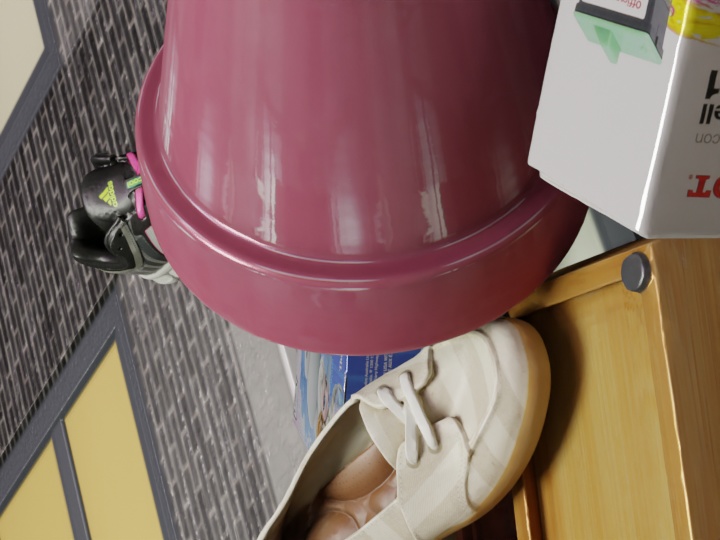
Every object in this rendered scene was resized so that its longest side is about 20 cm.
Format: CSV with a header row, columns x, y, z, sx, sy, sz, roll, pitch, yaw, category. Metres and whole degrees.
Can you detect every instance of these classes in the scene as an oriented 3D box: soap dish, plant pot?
x,y,z,sx,sy,sz,roll,pitch,yaw,category
0.126,0.081,0.972,0.157,0.081,0.201,-23,72,59,soap dish
-0.002,-0.095,0.953,0.179,0.199,0.201,83,165,-51,plant pot

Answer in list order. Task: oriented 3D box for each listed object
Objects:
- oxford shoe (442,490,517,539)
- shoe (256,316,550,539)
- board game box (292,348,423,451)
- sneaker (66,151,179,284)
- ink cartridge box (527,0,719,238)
x,y,z,sx,sy,sz,roll,pitch,yaw,category
0.052,0.093,1.118,0.075,0.070,0.201,-17,75,63,oxford shoe
0.013,0.091,1.018,0.200,0.053,0.070,-49,54,37,shoe
0.000,0.000,1.170,0.199,0.043,0.201,-130,44,-80,board game box
-0.122,-0.049,1.409,0.200,0.087,0.074,-42,54,53,sneaker
0.158,-0.116,0.846,0.084,0.144,0.201,39,124,54,ink cartridge box
